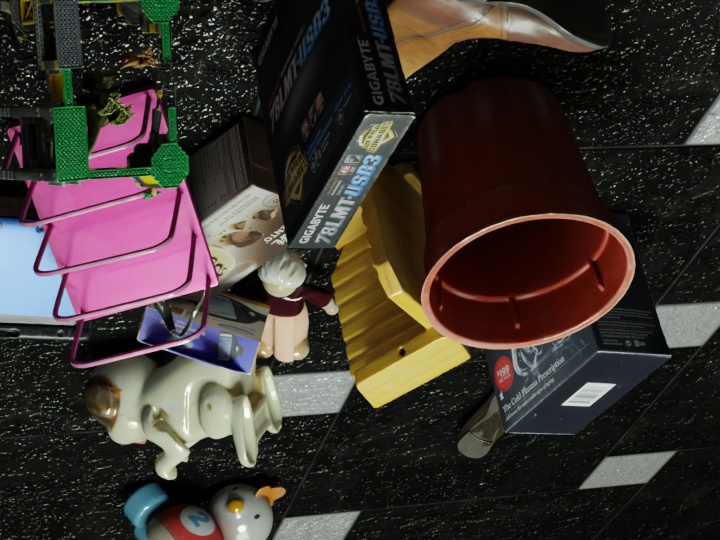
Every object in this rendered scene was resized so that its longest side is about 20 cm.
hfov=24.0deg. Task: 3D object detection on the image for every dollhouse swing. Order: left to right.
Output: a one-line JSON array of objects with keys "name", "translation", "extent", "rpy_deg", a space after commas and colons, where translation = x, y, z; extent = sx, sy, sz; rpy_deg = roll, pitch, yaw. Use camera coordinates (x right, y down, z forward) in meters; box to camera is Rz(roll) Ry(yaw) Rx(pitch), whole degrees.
[{"name": "dollhouse swing", "translation": [0.000, 0.000, 1.671], "extent": [0.181, 0.201, 0.175], "rpy_deg": [-30, 148, 31]}]

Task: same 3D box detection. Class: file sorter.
[{"name": "file sorter", "translation": [-0.221, -0.035, 1.495], "extent": [0.138, 0.126, 0.201], "rpy_deg": [-14, 115, 4]}]

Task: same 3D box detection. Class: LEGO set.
[{"name": "LEGO set", "translation": [-0.224, -0.148, 1.361], "extent": [0.153, 0.202, 0.115], "rpy_deg": [-18, -165, -37]}]

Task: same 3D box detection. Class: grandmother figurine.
[{"name": "grandmother figurine", "translation": [-0.084, 0.037, 1.856], "extent": [0.120, 0.061, 0.200], "rpy_deg": [-6, 152, -3]}]

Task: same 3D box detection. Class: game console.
[{"name": "game console", "translation": [-0.361, 0.006, 1.645], "extent": [0.199, 0.119, 0.170], "rpy_deg": [4, 180, -29]}]

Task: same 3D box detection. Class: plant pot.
[{"name": "plant pot", "translation": [0.140, -0.063, 1.601], "extent": [0.199, 0.196, 0.201], "rpy_deg": [-6, 143, -5]}]

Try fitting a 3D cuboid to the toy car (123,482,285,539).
[{"name": "toy car", "translation": [-0.188, 0.349, 2.323], "extent": [0.200, 0.184, 0.177], "rpy_deg": [-37, 156, -16]}]

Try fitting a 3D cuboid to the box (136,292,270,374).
[{"name": "box", "translation": [-0.157, 0.055, 1.718], "extent": [0.118, 0.042, 0.200], "rpy_deg": [17, -172, -3]}]

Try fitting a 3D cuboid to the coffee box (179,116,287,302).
[{"name": "coffee box", "translation": [-0.133, -0.055, 1.643], "extent": [0.199, 0.080, 0.113], "rpy_deg": [-32, 146, 33]}]

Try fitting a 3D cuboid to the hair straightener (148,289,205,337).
[{"name": "hair straightener", "translation": [-0.199, -0.026, 1.583], "extent": [0.076, 0.041, 0.201], "rpy_deg": [-11, 112, 29]}]

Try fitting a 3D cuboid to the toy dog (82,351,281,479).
[{"name": "toy dog", "translation": [-0.211, 0.140, 1.895], "extent": [0.198, 0.140, 0.195], "rpy_deg": [-7, 115, 15]}]

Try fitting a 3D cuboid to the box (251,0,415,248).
[{"name": "box", "translation": [-0.029, -0.152, 1.383], "extent": [0.049, 0.200, 0.200], "rpy_deg": [-2, 151, -23]}]

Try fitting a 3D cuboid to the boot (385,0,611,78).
[{"name": "boot", "translation": [0.089, -0.199, 1.446], "extent": [0.187, 0.069, 0.200], "rpy_deg": [9, 158, -32]}]

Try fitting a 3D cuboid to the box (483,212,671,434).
[{"name": "box", "translation": [0.230, 0.060, 1.899], "extent": [0.103, 0.183, 0.200], "rpy_deg": [5, 147, -28]}]

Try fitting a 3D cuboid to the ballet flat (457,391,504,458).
[{"name": "ballet flat", "translation": [0.194, 0.184, 2.268], "extent": [0.067, 0.047, 0.200], "rpy_deg": [30, 133, -9]}]

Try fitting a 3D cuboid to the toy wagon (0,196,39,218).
[{"name": "toy wagon", "translation": [-0.375, -0.011, 1.667], "extent": [0.154, 0.040, 0.200], "rpy_deg": [2, 148, -25]}]
